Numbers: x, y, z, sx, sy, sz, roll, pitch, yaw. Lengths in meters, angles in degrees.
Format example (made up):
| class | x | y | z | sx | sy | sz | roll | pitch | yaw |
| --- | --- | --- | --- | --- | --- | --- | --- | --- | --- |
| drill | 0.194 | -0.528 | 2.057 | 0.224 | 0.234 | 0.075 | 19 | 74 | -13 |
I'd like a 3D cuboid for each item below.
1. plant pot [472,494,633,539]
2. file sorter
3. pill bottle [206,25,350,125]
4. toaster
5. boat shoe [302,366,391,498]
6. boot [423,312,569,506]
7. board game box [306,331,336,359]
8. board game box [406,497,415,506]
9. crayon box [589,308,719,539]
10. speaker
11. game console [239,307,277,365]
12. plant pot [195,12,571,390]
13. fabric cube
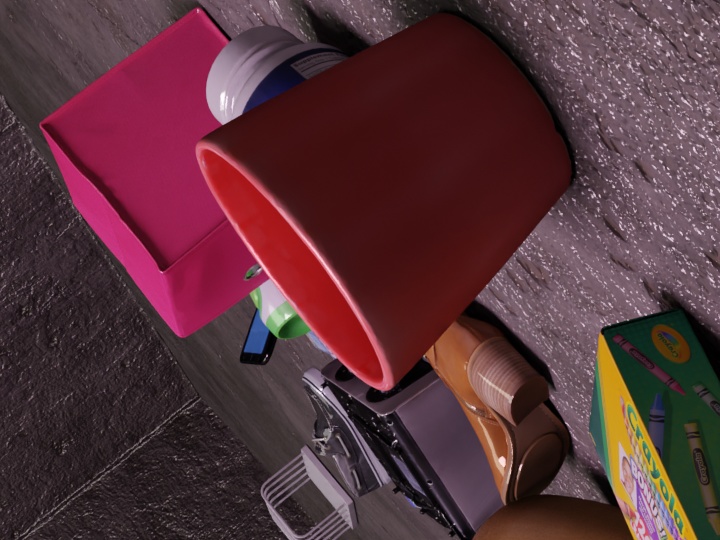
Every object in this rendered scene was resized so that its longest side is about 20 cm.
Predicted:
| class | x | y | z | sx | sy | sz | roll | pitch | yaw |
| --- | --- | --- | --- | --- | --- | --- | --- | --- | --- |
| plant pot | 0.209 | 0.274 | 1.445 | 0.187 | 0.186 | 0.200 | 53 | 153 | -7 |
| file sorter | -0.099 | 0.441 | 3.253 | 0.139 | 0.124 | 0.200 | 49 | 169 | 18 |
| pill bottle | -0.028 | -0.100 | 1.302 | 0.200 | 0.120 | 0.120 | 42 | 165 | 40 |
| toaster | 0.075 | 0.159 | 1.697 | 0.200 | 0.118 | 0.181 | 57 | 169 | -21 |
| boat shoe | -0.028 | 0.217 | 2.262 | 0.200 | 0.071 | 0.072 | 58 | 168 | -22 |
| boot | 0.108 | 0.109 | 1.543 | 0.155 | 0.074 | 0.201 | 42 | 153 | 37 |
| board game box | -0.002 | 0.076 | 1.896 | 0.200 | 0.062 | 0.200 | 55 | 169 | -14 |
| board game box | 0.035 | 0.230 | 2.312 | 0.200 | 0.029 | 0.135 | 53 | 168 | -2 |
| crayon box | 0.204 | 0.139 | 1.067 | 0.119 | 0.058 | 0.201 | 86 | 167 | -51 |
| speaker | -0.099 | -0.031 | 1.814 | 0.201 | 0.088 | 0.089 | 61 | 172 | 19 |
| game console | -0.139 | 0.010 | 2.097 | 0.176 | 0.116 | 0.200 | 53 | 168 | -6 |
| plant pot | 0.022 | -0.055 | 1.095 | 0.201 | 0.177 | 0.201 | 49 | 169 | 13 |
| fabric cube | -0.163 | -0.090 | 1.682 | 0.200 | 0.196 | 0.199 | 50 | 167 | 15 |
